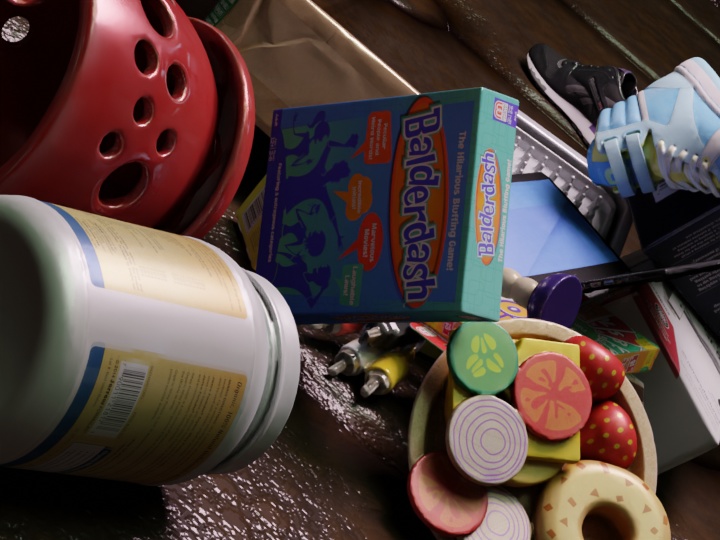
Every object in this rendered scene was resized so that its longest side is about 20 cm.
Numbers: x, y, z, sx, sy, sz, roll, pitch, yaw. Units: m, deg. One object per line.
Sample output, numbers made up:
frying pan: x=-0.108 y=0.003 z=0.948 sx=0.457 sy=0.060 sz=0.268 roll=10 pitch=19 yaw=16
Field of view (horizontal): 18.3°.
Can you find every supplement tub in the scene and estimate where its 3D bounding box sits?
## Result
supplement tub: x=-0.143 y=0.044 z=1.247 sx=0.199 sy=0.145 sz=0.145 roll=14 pitch=32 yaw=-49

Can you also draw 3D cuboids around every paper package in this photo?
paper package: x=-0.043 y=-0.154 z=1.805 sx=0.190 sy=0.104 sz=0.200 roll=39 pitch=5 yaw=-8

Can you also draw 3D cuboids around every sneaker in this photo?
sneaker: x=0.271 y=-0.205 z=2.534 sx=0.075 sy=0.088 sz=0.200 roll=11 pitch=35 yaw=-51
sneaker: x=0.255 y=-0.080 z=1.779 sx=0.200 sy=0.130 sz=0.080 roll=-116 pitch=-179 yaw=-54

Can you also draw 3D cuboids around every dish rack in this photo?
dish rack: x=0.137 y=-0.049 z=1.845 sx=0.171 sy=0.044 sz=0.200 roll=35 pitch=35 yaw=-3

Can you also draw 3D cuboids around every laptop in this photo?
laptop: x=0.186 y=-0.037 z=1.727 sx=0.177 sy=0.199 sz=0.104 roll=-9 pitch=90 yaw=-53

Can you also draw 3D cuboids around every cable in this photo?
cable: x=0.037 y=0.040 z=1.665 sx=0.199 sy=0.050 sz=0.097 roll=-8 pitch=56 yaw=-54

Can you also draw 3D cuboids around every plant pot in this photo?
plant pot: x=-0.182 y=-0.104 z=1.418 sx=0.182 sy=0.200 sz=0.201 roll=27 pitch=23 yaw=-49

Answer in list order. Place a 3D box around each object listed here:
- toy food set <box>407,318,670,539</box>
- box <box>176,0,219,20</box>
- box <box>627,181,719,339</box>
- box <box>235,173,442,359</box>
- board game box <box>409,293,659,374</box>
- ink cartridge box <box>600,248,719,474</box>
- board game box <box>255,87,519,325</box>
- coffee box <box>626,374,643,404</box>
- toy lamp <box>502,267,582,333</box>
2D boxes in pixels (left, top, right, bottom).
toy food set: x=0.120 y=0.129 z=1.523 sx=0.196 sy=0.049 sz=0.202 roll=7 pitch=74 yaw=-22
box: x=-0.108 y=-0.320 z=1.964 sx=0.164 sy=0.200 sz=0.166 roll=45 pitch=21 yaw=15
box: x=0.316 y=-0.039 z=1.920 sx=0.200 sy=0.104 sz=0.149 roll=42 pitch=26 yaw=-41
box: x=0.000 y=0.000 z=1.712 sx=0.199 sy=0.050 sz=0.076 roll=27 pitch=25 yaw=-30
board game box: x=0.130 y=0.050 z=1.655 sx=0.095 sy=0.030 sz=0.199 roll=37 pitch=28 yaw=32
ink cartridge box: x=0.246 y=0.071 z=1.882 sx=0.148 sy=0.082 sz=0.200 roll=61 pitch=20 yaw=-6
board game box: x=0.014 y=-0.041 z=1.544 sx=0.199 sy=0.154 sz=0.045 roll=-3 pitch=-12 yaw=42
coffee box: x=0.148 y=0.121 z=1.676 sx=0.113 sy=0.080 sz=0.200 roll=35 pitch=21 yaw=-7
toy lamp: x=0.069 y=-0.012 z=1.633 sx=0.199 sy=0.059 sz=0.058 roll=25 pitch=11 yaw=33
